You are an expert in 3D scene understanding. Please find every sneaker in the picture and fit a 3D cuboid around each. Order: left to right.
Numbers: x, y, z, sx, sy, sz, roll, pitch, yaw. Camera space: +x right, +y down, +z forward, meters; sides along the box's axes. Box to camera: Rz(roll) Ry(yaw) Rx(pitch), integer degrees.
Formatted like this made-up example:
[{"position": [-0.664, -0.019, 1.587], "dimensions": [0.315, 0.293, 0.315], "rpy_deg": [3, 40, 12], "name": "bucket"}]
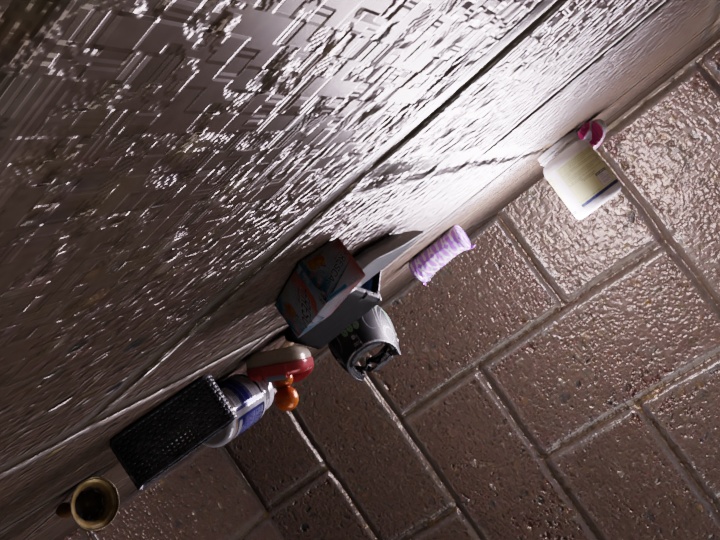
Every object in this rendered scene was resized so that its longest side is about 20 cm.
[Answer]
[{"position": [0.622, -0.350, 2.056], "dimensions": [0.088, 0.082, 0.200], "rpy_deg": [-30, 172, -40], "name": "sneaker"}]

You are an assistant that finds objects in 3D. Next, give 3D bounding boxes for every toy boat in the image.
[{"position": [-0.163, 0.231, 1.551], "dimensions": [0.128, 0.133, 0.200], "rpy_deg": [-10, 175, 3], "name": "toy boat"}]

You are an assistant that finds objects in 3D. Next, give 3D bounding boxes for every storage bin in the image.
[{"position": [-0.328, 0.284, 1.288], "dimensions": [0.199, 0.094, 0.135], "rpy_deg": [-35, 174, -27], "name": "storage bin"}]

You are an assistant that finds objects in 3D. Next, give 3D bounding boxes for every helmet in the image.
[{"position": [0.001, 0.174, 1.949], "dimensions": [0.197, 0.192, 0.202], "rpy_deg": [-14, 134, -15], "name": "helmet"}]

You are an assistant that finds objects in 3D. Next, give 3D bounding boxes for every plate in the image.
[{"position": [0.000, 0.000, 1.304], "dimensions": [0.200, 0.032, 0.199], "rpy_deg": [-41, 174, 36], "name": "plate"}]

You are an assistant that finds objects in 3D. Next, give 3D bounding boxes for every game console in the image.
[{"position": [-0.059, 0.069, 1.591], "dimensions": [0.199, 0.117, 0.175], "rpy_deg": [-40, 144, 24], "name": "game console"}]

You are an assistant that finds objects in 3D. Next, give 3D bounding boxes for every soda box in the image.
[{"position": [-0.060, 0.028, 0.997], "dimensions": [0.068, 0.064, 0.200], "rpy_deg": [-34, 173, -23], "name": "soda box"}]

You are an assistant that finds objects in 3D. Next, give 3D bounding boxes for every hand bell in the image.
[{"position": [-0.604, 0.502, 1.555], "dimensions": [0.199, 0.105, 0.104], "rpy_deg": [-24, -175, 43], "name": "hand bell"}]

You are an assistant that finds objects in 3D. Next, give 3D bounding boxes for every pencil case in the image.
[{"position": [0.230, -0.044, 2.123], "dimensions": [0.200, 0.086, 0.084], "rpy_deg": [-40, 175, 26], "name": "pencil case"}]

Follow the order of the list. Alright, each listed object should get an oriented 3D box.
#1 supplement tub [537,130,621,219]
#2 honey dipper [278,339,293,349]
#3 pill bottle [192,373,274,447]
[{"position": [0.583, -0.256, 1.960], "dimensions": [0.144, 0.201, 0.145], "rpy_deg": [-35, 175, -4], "name": "supplement tub"}, {"position": [-0.211, 0.214, 1.746], "dimensions": [0.200, 0.038, 0.038], "rpy_deg": [-44, 171, 38], "name": "honey dipper"}, {"position": [-0.271, 0.289, 1.565], "dimensions": [0.115, 0.116, 0.200], "rpy_deg": [-38, 174, 23], "name": "pill bottle"}]
